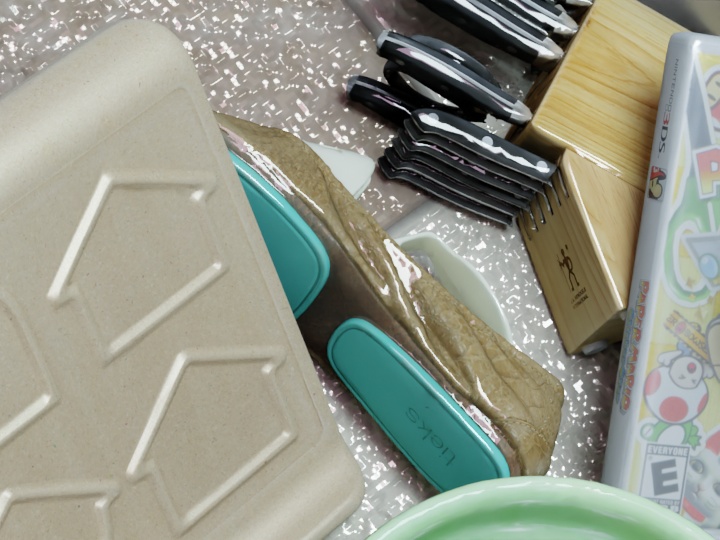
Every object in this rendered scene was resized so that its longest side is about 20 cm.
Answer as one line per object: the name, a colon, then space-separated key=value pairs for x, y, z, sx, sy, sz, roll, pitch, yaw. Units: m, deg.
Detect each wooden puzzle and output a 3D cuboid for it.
wooden puzzle: x=-0.102 y=0.042 z=0.968 sx=0.185 sy=0.046 sz=0.200 roll=-39 pitch=116 yaw=-32

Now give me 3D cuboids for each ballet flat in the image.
ballet flat: x=0.000 y=0.000 z=1.044 sx=0.200 sy=0.068 sz=0.072 roll=42 pitch=47 yaw=1

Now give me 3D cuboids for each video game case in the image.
video game case: x=0.191 y=0.015 z=1.050 sx=0.199 sy=0.023 sz=0.183 roll=6 pitch=96 yaw=-22

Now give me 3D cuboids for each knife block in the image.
knife block: x=0.101 y=-0.066 z=1.085 sx=0.199 sy=0.064 sz=0.176 roll=-15 pitch=78 yaw=-18

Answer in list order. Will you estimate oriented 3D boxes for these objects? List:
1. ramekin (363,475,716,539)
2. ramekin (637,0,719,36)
ramekin: x=0.054 y=0.179 z=0.976 sx=0.199 sy=0.098 sz=0.201 roll=4 pitch=72 yaw=-13
ramekin: x=0.115 y=-0.180 z=1.059 sx=0.200 sy=0.200 sz=0.098 roll=45 pitch=75 yaw=2
